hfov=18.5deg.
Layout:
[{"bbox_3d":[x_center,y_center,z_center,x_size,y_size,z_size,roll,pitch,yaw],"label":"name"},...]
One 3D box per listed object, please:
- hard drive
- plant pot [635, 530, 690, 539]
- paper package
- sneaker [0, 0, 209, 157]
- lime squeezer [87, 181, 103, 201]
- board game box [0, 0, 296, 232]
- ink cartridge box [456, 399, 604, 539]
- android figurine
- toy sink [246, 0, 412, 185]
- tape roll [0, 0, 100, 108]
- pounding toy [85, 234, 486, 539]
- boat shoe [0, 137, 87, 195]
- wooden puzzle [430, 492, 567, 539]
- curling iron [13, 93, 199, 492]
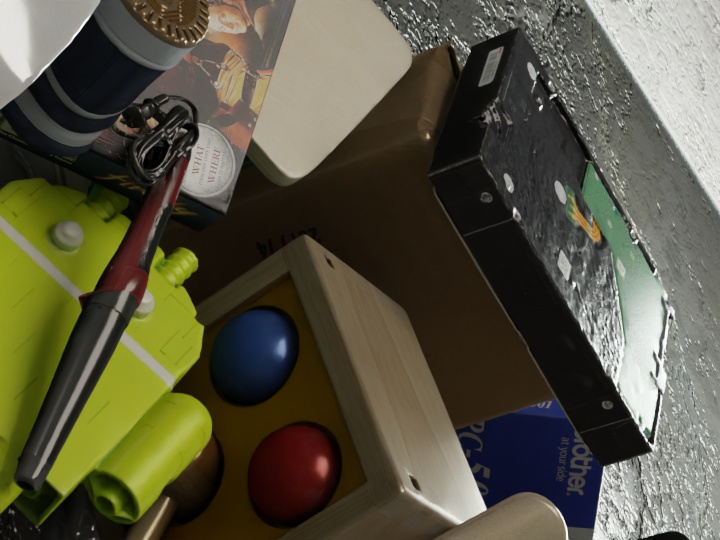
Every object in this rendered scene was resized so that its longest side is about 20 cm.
[{"bbox_3d":[0.106,-0.013,1.178,0.200,0.038,0.140,57,29,-25],"label":"hard drive"},{"bbox_3d":[0.100,0.287,1.252,0.177,0.200,0.200,-22,91,-55],"label":"plant pot"},{"bbox_3d":[0.000,0.000,1.233,0.191,0.200,0.104,59,26,-23],"label":"paper package"},{"bbox_3d":[-0.121,-0.133,0.997,0.070,0.108,0.200,33,31,-25],"label":"sneaker"},{"bbox_3d":[-0.151,-0.091,1.205,0.070,0.038,0.201,4,65,-31],"label":"lime squeezer"},{"bbox_3d":[-0.101,-0.137,1.064,0.135,0.035,0.200,25,65,-20],"label":"board game box"},{"bbox_3d":[0.097,0.145,1.345,0.044,0.094,0.200,-80,175,-50],"label":"ink cartridge box"},{"bbox_3d":[-0.148,0.031,0.998,0.182,0.041,0.200,44,45,1],"label":"android figurine"},{"bbox_3d":[-0.094,-0.133,1.164,0.200,0.112,0.130,48,51,-8],"label":"toy sink"},{"bbox_3d":[-0.202,-0.099,0.883,0.071,0.202,0.203,56,27,-27],"label":"tape roll"},{"bbox_3d":[-0.064,0.114,1.061,0.142,0.200,0.184,38,24,-50],"label":"pounding toy"},{"bbox_3d":[-0.204,-0.095,1.055,0.072,0.070,0.201,-44,116,-38],"label":"boat shoe"},{"bbox_3d":[0.027,0.219,1.051,0.037,0.185,0.200,45,-26,44],"label":"wooden puzzle"},{"bbox_3d":[-0.115,0.006,0.974,0.050,0.026,0.200,40,58,-39],"label":"curling iron"}]
